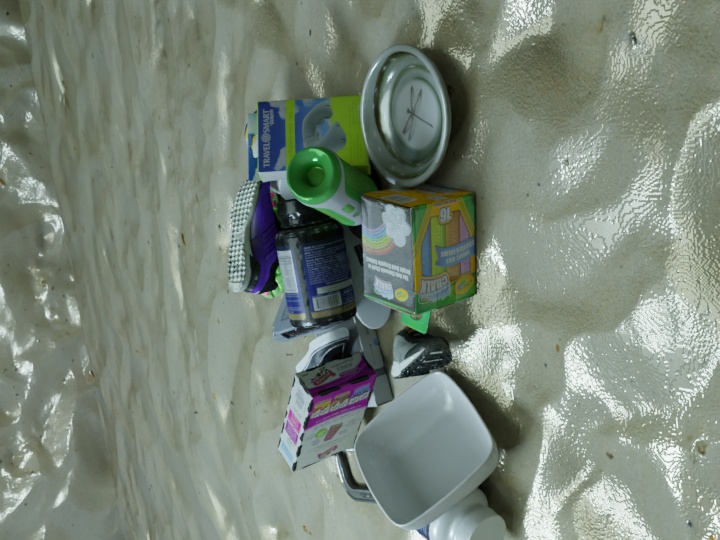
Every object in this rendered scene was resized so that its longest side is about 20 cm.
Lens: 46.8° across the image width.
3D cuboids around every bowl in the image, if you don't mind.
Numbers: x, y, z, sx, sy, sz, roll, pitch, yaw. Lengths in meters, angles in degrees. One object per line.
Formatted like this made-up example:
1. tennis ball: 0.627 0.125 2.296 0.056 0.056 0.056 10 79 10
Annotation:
1. bowl: 0.103 0.275 1.246 0.075 0.199 0.200 47 -175 -41

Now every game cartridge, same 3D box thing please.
1. game cartridge: -0.087 0.052 1.502 0.199 0.041 0.134 -21 40 54

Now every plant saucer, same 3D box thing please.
1. plant saucer: 0.075 -0.224 1.206 0.199 0.050 0.203 22 117 51

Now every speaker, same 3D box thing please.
1. speaker: -0.036 -0.120 1.212 0.087 0.200 0.090 -2 83 19

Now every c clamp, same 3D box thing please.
1. c clamp: -0.013 0.361 1.579 0.199 0.027 0.173 -9 94 58

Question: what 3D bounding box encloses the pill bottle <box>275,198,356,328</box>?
1. pill bottle: -0.075 -0.017 1.329 0.111 0.111 0.203 1 103 56

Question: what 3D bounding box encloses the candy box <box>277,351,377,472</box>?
1. candy box: -0.060 0.245 1.436 0.061 0.135 0.201 48 138 35

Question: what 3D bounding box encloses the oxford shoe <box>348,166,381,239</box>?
1. oxford shoe: -0.015 -0.143 1.368 0.084 0.072 0.202 141 120 -62

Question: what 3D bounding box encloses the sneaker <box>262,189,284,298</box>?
1. sneaker: -0.153 -0.052 1.453 0.084 0.076 0.203 32 -127 -77

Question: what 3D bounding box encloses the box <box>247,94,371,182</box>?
1. box: -0.085 -0.208 1.312 0.048 0.197 0.123 70 -163 -76

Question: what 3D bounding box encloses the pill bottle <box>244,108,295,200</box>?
1. pill bottle: -0.127 -0.199 1.430 0.201 0.111 0.113 -120 34 -48

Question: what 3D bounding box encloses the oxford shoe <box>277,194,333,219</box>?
1. oxford shoe: -0.105 -0.105 1.489 0.200 0.071 0.072 33 127 55

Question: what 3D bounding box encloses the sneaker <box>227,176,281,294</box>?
1. sneaker: -0.158 -0.058 1.372 0.069 0.099 0.203 -4 78 55

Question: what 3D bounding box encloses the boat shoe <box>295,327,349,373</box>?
1. boat shoe: -0.061 0.164 1.466 0.068 0.071 0.200 65 148 19

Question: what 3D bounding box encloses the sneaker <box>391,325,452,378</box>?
1. sneaker: 0.084 0.119 1.271 0.200 0.073 0.080 134 129 -74

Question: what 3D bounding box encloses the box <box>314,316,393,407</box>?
1. box: -0.022 0.145 1.502 0.155 0.041 0.202 -18 88 56

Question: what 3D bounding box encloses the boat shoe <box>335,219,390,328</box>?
1. boat shoe: 0.000 0.000 1.404 0.070 0.070 0.202 140 111 -83

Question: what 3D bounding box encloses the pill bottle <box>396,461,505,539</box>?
1. pill bottle: 0.127 0.366 1.293 0.199 0.110 0.112 28 124 49

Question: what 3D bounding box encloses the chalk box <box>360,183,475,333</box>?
1. chalk box: 0.085 -0.013 1.209 0.124 0.123 0.202 20 119 50
